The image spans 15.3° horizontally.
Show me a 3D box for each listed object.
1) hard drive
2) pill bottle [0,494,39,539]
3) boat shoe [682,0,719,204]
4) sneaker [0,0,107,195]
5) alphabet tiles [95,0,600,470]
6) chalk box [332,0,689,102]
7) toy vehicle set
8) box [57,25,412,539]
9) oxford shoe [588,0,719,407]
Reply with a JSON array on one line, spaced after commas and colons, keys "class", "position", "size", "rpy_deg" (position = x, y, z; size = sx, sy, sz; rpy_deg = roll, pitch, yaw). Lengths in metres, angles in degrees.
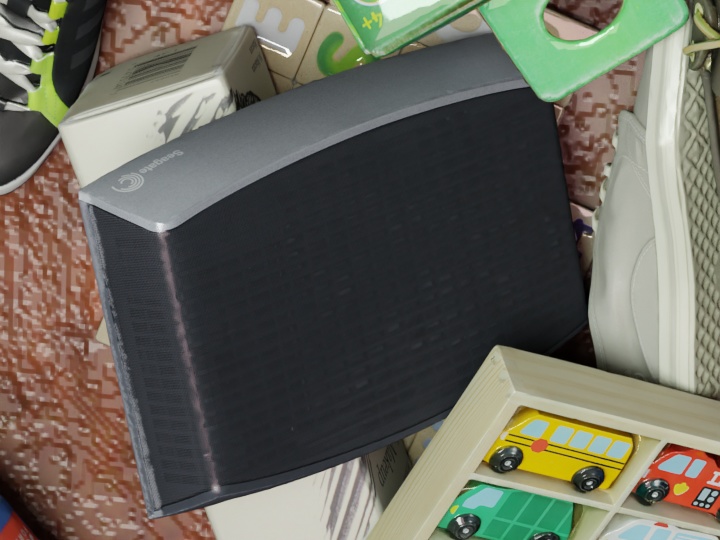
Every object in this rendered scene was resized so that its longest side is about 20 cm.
[{"class": "hard drive", "position": [0.000, 0.000, 0.955], "size": [0.042, 0.200, 0.135], "rpy_deg": [9, 115, 49]}, {"class": "pill bottle", "position": [-0.184, 0.125, 1.061], "size": [0.112, 0.112, 0.200], "rpy_deg": [-36, 102, 17]}, {"class": "boat shoe", "position": [0.147, -0.071, 0.920], "size": [0.060, 0.072, 0.202], "rpy_deg": [-37, 132, -22]}, {"class": "sneaker", "position": [-0.124, -0.115, 0.987], "size": [0.072, 0.083, 0.200], "rpy_deg": [23, 110, -1]}, {"class": "alphabet tiles", "position": [0.008, -0.025, 1.041], "size": [0.167, 0.008, 0.200], "rpy_deg": [24, 110, -1]}, {"class": "chalk box", "position": [0.036, -0.154, 0.919], "size": [0.124, 0.124, 0.200], "rpy_deg": [-30, 95, 16]}, {"class": "toy vehicle set", "position": [0.107, 0.102, 1.006], "size": [0.200, 0.027, 0.124], "rpy_deg": [15, 123, -27]}, {"class": "box", "position": [-0.044, 0.016, 1.016], "size": [0.068, 0.082, 0.200], "rpy_deg": [-17, 107, 12]}, {"class": "oxford shoe", "position": [0.114, -0.033, 0.997], "size": [0.058, 0.075, 0.200], "rpy_deg": [14, 112, 38]}]
